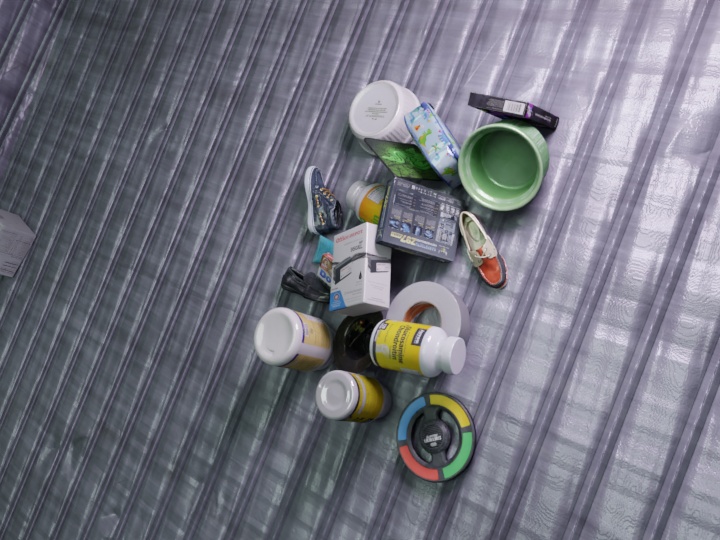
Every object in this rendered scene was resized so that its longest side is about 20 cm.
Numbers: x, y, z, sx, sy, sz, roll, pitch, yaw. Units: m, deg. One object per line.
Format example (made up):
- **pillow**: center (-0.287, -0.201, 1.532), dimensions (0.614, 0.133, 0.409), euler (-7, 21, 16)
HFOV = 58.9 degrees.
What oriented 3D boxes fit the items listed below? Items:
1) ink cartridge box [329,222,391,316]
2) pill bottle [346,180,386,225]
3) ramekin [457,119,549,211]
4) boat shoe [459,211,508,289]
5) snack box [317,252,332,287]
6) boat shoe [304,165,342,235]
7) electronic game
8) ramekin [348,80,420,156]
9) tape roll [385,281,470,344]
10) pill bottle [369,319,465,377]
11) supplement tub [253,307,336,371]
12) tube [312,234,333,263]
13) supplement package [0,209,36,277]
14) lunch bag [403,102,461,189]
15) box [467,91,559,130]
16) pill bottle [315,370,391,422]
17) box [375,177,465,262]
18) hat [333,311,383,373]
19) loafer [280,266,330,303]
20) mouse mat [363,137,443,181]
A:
- **ink cartridge box**: center (0.000, 0.000, 1.560), dimensions (0.144, 0.084, 0.202), euler (-18, 64, 50)
- **pill bottle**: center (0.057, -0.156, 1.644), dimensions (0.200, 0.111, 0.112), euler (35, 96, 34)
- **ramekin**: center (0.332, -0.246, 1.454), dimensions (0.199, 0.098, 0.201), euler (17, 124, 27)
- **boat shoe**: center (0.285, -0.049, 1.499), dimensions (0.071, 0.062, 0.201), euler (-27, 65, 21)
- **snack box**: center (-0.038, 0.036, 1.680), dimensions (0.200, 0.024, 0.072), euler (40, 129, 31)
- **boat shoe**: center (-0.099, -0.203, 1.787), dimensions (0.090, 0.071, 0.202), euler (-11, 78, 28)
- **electronic game**: center (0.171, 0.380, 1.460), dimensions (0.199, 0.042, 0.202), euler (-9, 72, 30)
- **ramekin**: center (0.059, -0.420, 1.729), dimensions (0.201, 0.094, 0.204), euler (-10, 71, 29)
- **tape roll**: center (0.160, 0.131, 1.525), dimensions (0.199, 0.066, 0.202), euler (-10, 70, 30)
- **pill bottle**: center (0.128, 0.176, 1.425), dimensions (0.199, 0.112, 0.113), euler (6, 79, 33)
- **supplement tub**: center (-0.159, 0.182, 1.630), dimensions (0.144, 0.200, 0.147), euler (-9, 71, 29)
- **tube**: center (-0.053, -0.036, 1.721), dimensions (0.199, 0.050, 0.078), euler (20, 93, 39)
- **supplement package**: center (-1.456, -0.118, 2.570), dimensions (0.191, 0.147, 0.201), euler (36, 95, 34)
- **lunch bag**: center (0.194, -0.307, 1.573), dimensions (0.082, 0.161, 0.201), euler (-34, 63, 14)
- **box**: center (0.354, -0.364, 1.464), dimensions (0.142, 0.199, 0.036), euler (22, 106, 35)
- **pill bottle**: center (-0.008, 0.300, 1.500), dimensions (0.111, 0.200, 0.112), euler (-10, 71, 30)
- **box**: center (0.145, -0.118, 1.532), dimensions (0.051, 0.199, 0.159), euler (169, 114, -68)
- **hat**: center (0.016, 0.183, 1.585), dimensions (0.200, 0.081, 0.202), euler (-35, 37, 32)
- **loafer**: center (-0.139, 0.040, 1.737), dimensions (0.200, 0.068, 0.071), euler (19, 97, 38)
- **mouse mat**: center (0.115, -0.277, 1.596), dimensions (0.161, 0.199, 0.008), euler (54, 128, 31)
